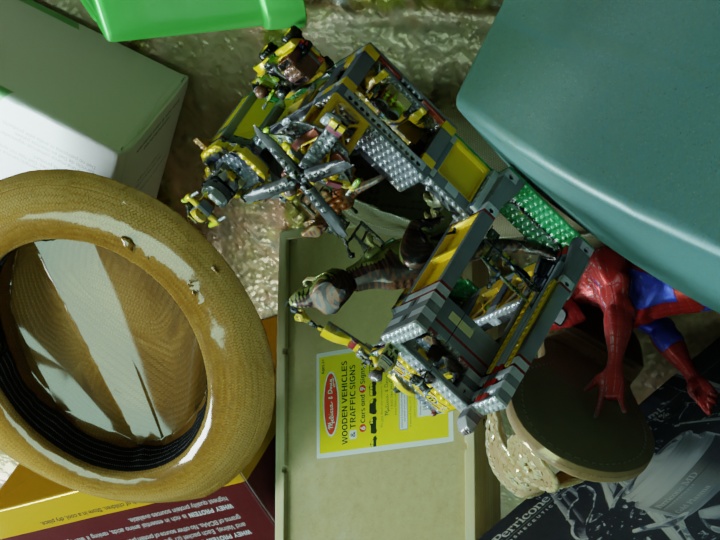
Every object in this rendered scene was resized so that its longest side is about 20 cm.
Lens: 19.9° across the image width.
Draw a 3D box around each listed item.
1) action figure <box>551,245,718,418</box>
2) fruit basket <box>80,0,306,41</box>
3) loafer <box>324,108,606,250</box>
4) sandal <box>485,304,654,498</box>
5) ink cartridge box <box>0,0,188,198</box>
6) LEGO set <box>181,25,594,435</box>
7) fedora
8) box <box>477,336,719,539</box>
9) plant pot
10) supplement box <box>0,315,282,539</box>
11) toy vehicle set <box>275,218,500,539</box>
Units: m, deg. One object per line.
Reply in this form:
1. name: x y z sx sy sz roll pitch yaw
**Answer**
1. action figure: 0.177 0.029 0.972 0.199 0.100 0.065 -5 156 15
2. fruit basket: -0.053 -0.217 0.922 0.214 0.156 0.217 -10 121 -18
3. loafer: 0.064 -0.044 1.006 0.199 0.068 0.076 -3 85 29
4. sandal: 0.095 0.079 1.000 0.077 0.212 0.070 31 111 0
5. ink cartridge box: -0.193 -0.044 1.140 0.145 0.088 0.201 25 131 7
6. LEGO set: 0.000 0.000 0.937 0.153 0.116 0.200 -15 124 50
7. fedora: -0.126 0.025 1.052 0.199 0.082 0.202 8 123 12
8. box: 0.188 0.136 0.971 0.182 0.200 0.104 20 143 59
9. plant pot: 0.154 -0.062 0.888 0.199 0.142 0.141 23 173 27
10. supplement box: -0.072 0.157 1.208 0.196 0.133 0.201 -17 117 36
11. toy vehicle set: 0.013 0.068 1.070 0.124 0.201 0.026 -9 163 33
